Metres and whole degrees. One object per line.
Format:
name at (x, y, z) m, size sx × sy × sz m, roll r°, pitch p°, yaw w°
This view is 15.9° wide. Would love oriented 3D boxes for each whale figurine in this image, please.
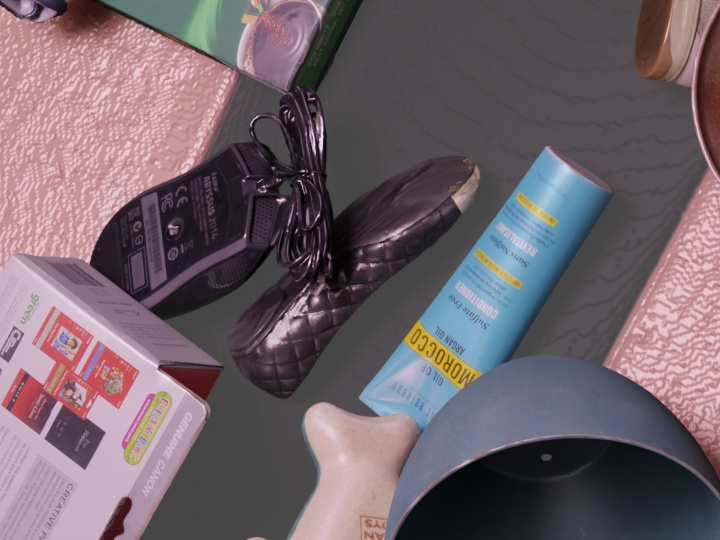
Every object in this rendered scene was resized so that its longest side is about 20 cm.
whale figurine at (-0.008, 0.184, 1.548) m, size 0.104 × 0.159 × 0.201 m, roll 142°, pitch 131°, yaw -60°

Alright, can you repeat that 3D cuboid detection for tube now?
tube at (0.080, 0.020, 1.580) m, size 0.077 × 0.050 × 0.200 m, roll 40°, pitch 103°, yaw 34°

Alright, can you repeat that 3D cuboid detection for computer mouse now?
computer mouse at (-0.088, -0.021, 1.647) m, size 0.200 × 0.053 × 0.139 m, roll -24°, pitch 57°, yaw 31°

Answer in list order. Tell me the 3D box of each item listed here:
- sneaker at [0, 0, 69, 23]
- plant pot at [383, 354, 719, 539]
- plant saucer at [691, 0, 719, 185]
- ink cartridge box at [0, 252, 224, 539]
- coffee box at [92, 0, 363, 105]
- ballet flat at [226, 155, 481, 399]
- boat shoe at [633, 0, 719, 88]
sneaker at (-0.237, -0.238, 1.743) m, size 0.200 × 0.070 × 0.109 m, roll 33°, pitch 95°, yaw 49°
plant pot at (0.109, 0.126, 1.476) m, size 0.200 × 0.200 × 0.135 m, roll -28°, pitch 34°, yaw 18°
plant saucer at (0.294, -0.104, 1.494) m, size 0.200 × 0.037 × 0.201 m, roll -3°, pitch 80°, yaw 16°
ink cartridge box at (-0.181, 0.120, 1.607) m, size 0.175 × 0.084 × 0.200 m, roll 36°, pitch 103°, yaw 24°
coffee box at (-0.091, -0.203, 1.704) m, size 0.200 × 0.044 × 0.123 m, roll 29°, pitch 93°, yaw 28°
ballet flat at (0.000, 0.000, 1.624) m, size 0.200 × 0.057 × 0.067 m, roll -41°, pitch 31°, yaw 9°
boat shoe at (0.218, -0.207, 1.554) m, size 0.065 × 0.072 × 0.201 m, roll 13°, pitch 83°, yaw -13°
